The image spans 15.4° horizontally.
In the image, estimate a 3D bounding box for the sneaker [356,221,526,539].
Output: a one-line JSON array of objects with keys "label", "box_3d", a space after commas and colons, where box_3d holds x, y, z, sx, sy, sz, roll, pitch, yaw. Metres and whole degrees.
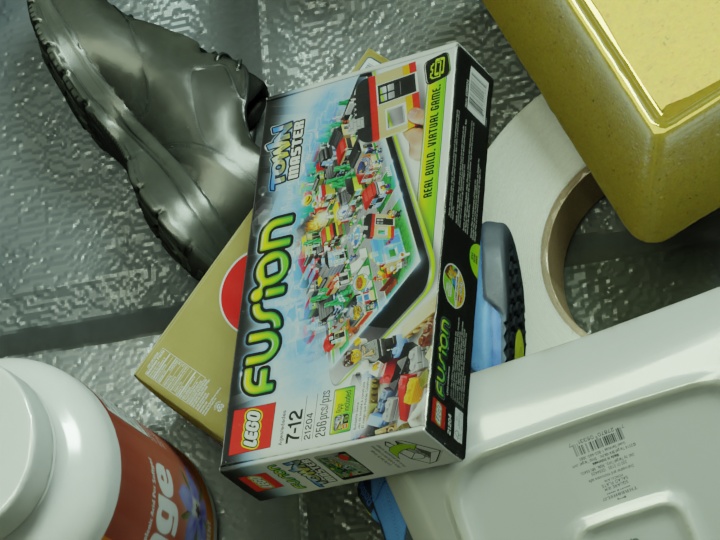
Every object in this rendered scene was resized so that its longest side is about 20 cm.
[{"label": "sneaker", "box_3d": [0.035, 0.076, 1.225, 0.078, 0.066, 0.201, 6, 101, 13]}]

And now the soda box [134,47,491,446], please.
[{"label": "soda box", "box_3d": [-0.021, -0.004, 1.303, 0.064, 0.068, 0.200, 34, 85, 25]}]

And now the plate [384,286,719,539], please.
[{"label": "plate", "box_3d": [0.125, 0.124, 1.175, 0.199, 0.032, 0.201, -19, 102, 11]}]

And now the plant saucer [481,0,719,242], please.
[{"label": "plant saucer", "box_3d": [0.162, -0.147, 1.236, 0.200, 0.048, 0.200, -32, 73, 2]}]

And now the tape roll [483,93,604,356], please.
[{"label": "tape roll", "box_3d": [0.142, -0.006, 1.268, 0.202, 0.037, 0.204, -6, 71, 17]}]

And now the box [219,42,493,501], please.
[{"label": "box", "box_3d": [0.000, 0.000, 1.202, 0.110, 0.035, 0.201, -14, 55, 30]}]

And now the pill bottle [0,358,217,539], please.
[{"label": "pill bottle", "box_3d": [-0.150, 0.107, 1.235, 0.112, 0.200, 0.113, -6, 71, 17]}]

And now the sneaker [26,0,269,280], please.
[{"label": "sneaker", "box_3d": [-0.099, -0.088, 1.364, 0.091, 0.076, 0.200, -34, 72, -6]}]
